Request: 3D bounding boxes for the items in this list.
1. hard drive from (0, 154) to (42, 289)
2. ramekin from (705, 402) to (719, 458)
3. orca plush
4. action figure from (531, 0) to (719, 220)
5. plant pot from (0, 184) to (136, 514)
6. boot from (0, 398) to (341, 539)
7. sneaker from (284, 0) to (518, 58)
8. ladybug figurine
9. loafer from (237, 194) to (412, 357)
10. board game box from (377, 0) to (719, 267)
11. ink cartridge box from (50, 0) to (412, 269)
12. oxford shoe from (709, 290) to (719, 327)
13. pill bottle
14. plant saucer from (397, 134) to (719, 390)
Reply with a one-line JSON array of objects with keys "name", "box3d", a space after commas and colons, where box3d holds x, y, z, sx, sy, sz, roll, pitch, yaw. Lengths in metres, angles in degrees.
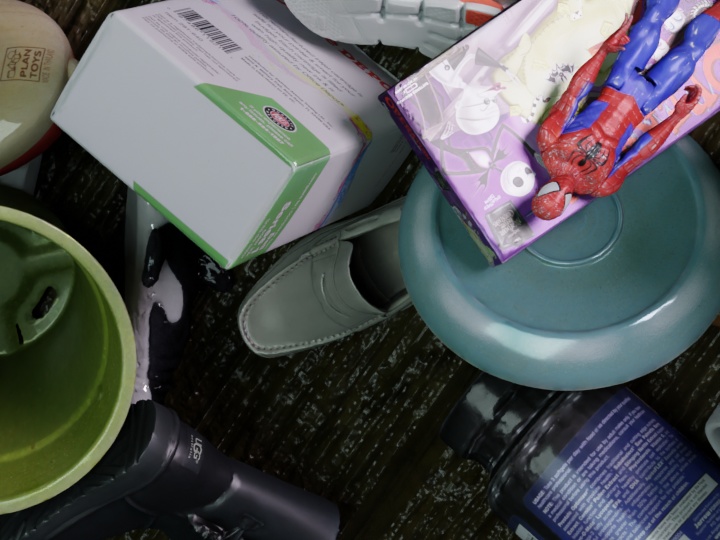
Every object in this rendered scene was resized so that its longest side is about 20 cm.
[{"name": "hard drive", "box3d": [-0.281, -0.073, 1.631, 0.132, 0.027, 0.200, 21, 107, 18]}, {"name": "ramekin", "box3d": [0.300, 0.105, 1.323, 0.200, 0.200, 0.105, 36, 81, 14]}, {"name": "orca plush", "box3d": [-0.113, 0.013, 1.549, 0.071, 0.105, 0.200, 1, 81, -13]}, {"name": "action figure", "box3d": [0.158, -0.108, 1.353, 0.065, 0.052, 0.200, 39, 80, -13]}, {"name": "plant pot", "box3d": [-0.241, 0.028, 1.525, 0.200, 0.190, 0.200, -1, 107, -4]}, {"name": "boot", "box3d": [-0.130, 0.166, 1.545, 0.200, 0.077, 0.168, -27, 130, 37]}, {"name": "sneaker", "box3d": [0.057, -0.171, 1.442, 0.200, 0.082, 0.077, 17, 150, -1]}, {"name": "ladybug figurine", "box3d": [-0.260, -0.107, 1.548, 0.200, 0.072, 0.136, -5, 62, 25]}, {"name": "loafer", "box3d": [0.000, 0.000, 1.497, 0.200, 0.070, 0.070, -32, 95, 25]}, {"name": "board game box", "box3d": [0.124, -0.106, 1.381, 0.200, 0.032, 0.120, -35, 97, -14]}, {"name": "ink cartridge box", "box3d": [-0.066, -0.093, 1.441, 0.145, 0.200, 0.084, 40, 115, 12]}, {"name": "oxford shoe", "box3d": [0.179, 0.004, 1.436, 0.200, 0.071, 0.071, 22, 134, 19]}, {"name": "pill bottle", "box3d": [0.148, 0.133, 1.436, 0.200, 0.112, 0.112, 41, 112, 12]}, {"name": "plant saucer", "box3d": [0.120, -0.025, 1.396, 0.200, 0.027, 0.200, -2, 61, 4]}]
